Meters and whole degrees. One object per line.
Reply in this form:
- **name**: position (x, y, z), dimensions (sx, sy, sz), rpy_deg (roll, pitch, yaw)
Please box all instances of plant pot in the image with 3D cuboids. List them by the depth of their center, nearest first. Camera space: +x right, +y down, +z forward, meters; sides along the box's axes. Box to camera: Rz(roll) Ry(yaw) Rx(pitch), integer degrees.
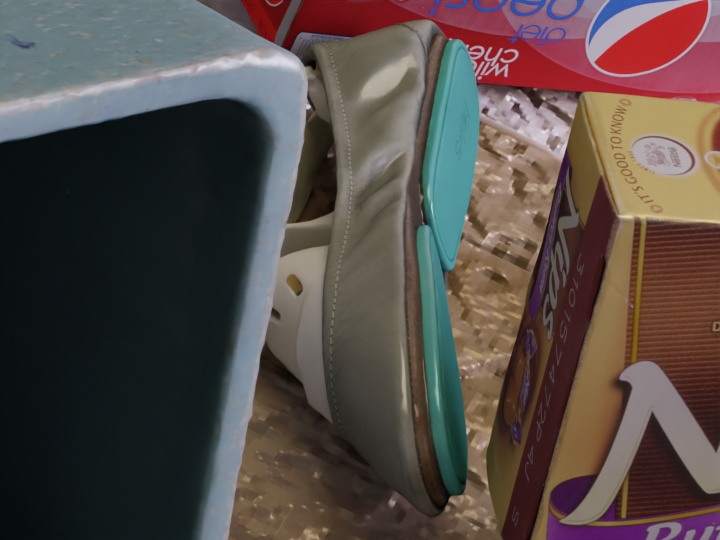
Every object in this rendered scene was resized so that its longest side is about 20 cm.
- **plant pot**: position (-0.158, 0.008, 0.602), dimensions (0.195, 0.197, 0.200), rpy_deg (-14, 38, -36)

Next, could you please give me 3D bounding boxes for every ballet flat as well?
- **ballet flat**: position (0.000, 0.000, 0.790), dimensions (0.063, 0.068, 0.201), rpy_deg (-7, 37, 9)

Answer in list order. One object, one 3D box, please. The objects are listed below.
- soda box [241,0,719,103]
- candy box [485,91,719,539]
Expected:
- **soda box**: position (0.056, -0.104, 0.911), dimensions (0.199, 0.064, 0.070), rpy_deg (4, 40, -31)
- **candy box**: position (0.140, 0.024, 0.693), dimensions (0.199, 0.117, 0.057), rpy_deg (4, 37, -12)
